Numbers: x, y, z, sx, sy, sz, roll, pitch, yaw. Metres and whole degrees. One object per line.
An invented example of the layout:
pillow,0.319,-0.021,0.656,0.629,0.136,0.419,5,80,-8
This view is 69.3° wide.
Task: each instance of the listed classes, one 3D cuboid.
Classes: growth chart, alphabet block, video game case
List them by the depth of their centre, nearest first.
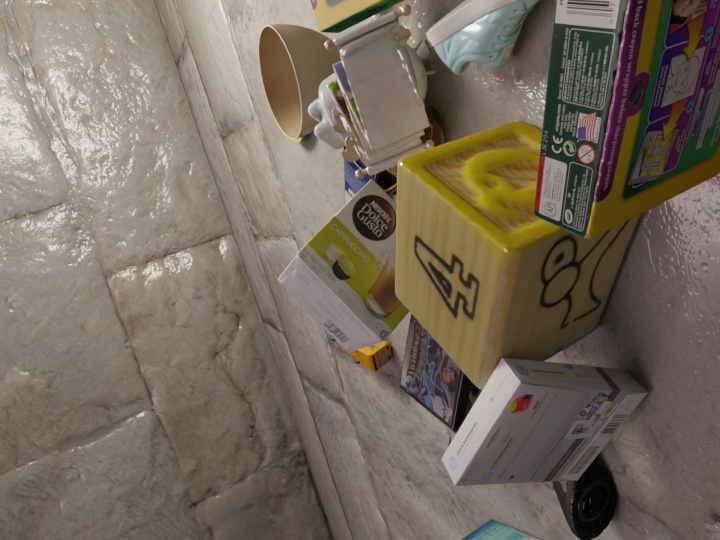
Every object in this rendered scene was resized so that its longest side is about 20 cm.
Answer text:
alphabet block,0.164,-0.024,0.601,0.196,0.193,0.202,46,148,41
growth chart,0.022,-0.235,0.714,0.018,0.142,0.203,-60,-43,-62
video game case,0.139,0.154,0.943,0.180,0.025,0.204,26,110,60

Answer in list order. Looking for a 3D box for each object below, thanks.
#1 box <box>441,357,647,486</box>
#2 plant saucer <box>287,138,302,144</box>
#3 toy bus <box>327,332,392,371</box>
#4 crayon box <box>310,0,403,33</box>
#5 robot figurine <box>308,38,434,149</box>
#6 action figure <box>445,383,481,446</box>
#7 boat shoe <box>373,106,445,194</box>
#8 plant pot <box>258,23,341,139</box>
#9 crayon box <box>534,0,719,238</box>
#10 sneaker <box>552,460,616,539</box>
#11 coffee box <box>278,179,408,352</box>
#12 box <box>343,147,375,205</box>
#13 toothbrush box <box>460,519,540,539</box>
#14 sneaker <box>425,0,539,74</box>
box,0.210,0.178,0.595,0.158,0.197,0.041,-68,31,26
plant saucer,-0.171,-0.413,1.272,0.200,0.031,0.202,50,152,39
toy bus,-0.013,0.169,1.313,0.199,0.078,0.066,37,152,42
crayon box,-0.005,-0.454,0.696,0.170,0.058,0.203,-8,105,35
robot figurine,0.017,-0.263,0.777,0.198,0.112,0.172,-27,71,24
action figure,0.184,0.233,0.954,0.130,0.068,0.204,-160,67,-71
boat shoe,0.073,-0.177,0.839,0.076,0.073,0.200,62,158,15
plant pot,-0.094,-0.366,0.988,0.201,0.133,0.202,51,152,40
crayon box,0.213,-0.148,0.374,0.058,0.171,0.203,37,142,47
sneaker,0.296,0.276,0.736,0.091,0.075,0.204,176,81,-78
coffee box,0.000,0.000,0.938,0.200,0.198,0.200,45,158,-3
box,0.005,-0.151,1.081,0.121,0.032,0.202,51,154,38
toothbrush box,0.257,0.559,0.964,0.086,0.145,0.200,67,159,3
sneaker,0.157,-0.275,0.578,0.082,0.074,0.199,51,164,-19
